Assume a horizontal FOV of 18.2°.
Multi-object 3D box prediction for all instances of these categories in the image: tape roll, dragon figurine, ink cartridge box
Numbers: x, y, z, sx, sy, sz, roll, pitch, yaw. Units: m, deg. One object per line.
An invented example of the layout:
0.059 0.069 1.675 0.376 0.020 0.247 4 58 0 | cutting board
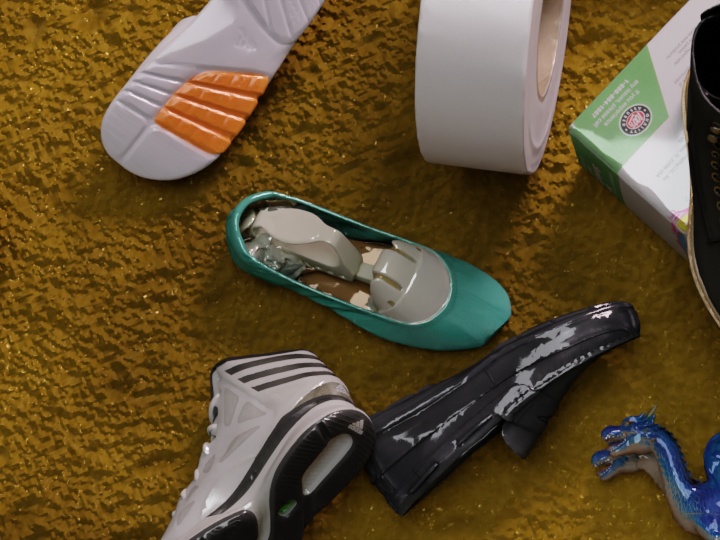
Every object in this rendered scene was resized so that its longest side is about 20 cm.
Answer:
0.088 -0.164 1.429 0.071 0.202 0.203 7 76 11 | tape roll
0.243 0.130 1.395 0.199 0.059 0.100 -5 74 9 | dragon figurine
0.255 -0.066 1.433 0.200 0.088 0.145 43 86 19 | ink cartridge box

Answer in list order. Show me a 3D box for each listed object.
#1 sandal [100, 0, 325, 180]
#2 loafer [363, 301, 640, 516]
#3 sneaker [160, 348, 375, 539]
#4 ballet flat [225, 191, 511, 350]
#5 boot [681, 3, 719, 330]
-0.090 -0.147 1.525 0.079 0.059 0.207 41 94 -12 | sandal
0.093 0.086 1.430 0.200 0.068 0.071 -30 79 6 | loafer
-0.081 0.134 1.453 0.201 0.076 0.115 -46 41 11 | sneaker
0.000 0.000 1.464 0.199 0.070 0.068 19 78 13 | ballet flat
0.222 -0.047 1.318 0.077 0.138 0.201 -16 76 6 | boot
